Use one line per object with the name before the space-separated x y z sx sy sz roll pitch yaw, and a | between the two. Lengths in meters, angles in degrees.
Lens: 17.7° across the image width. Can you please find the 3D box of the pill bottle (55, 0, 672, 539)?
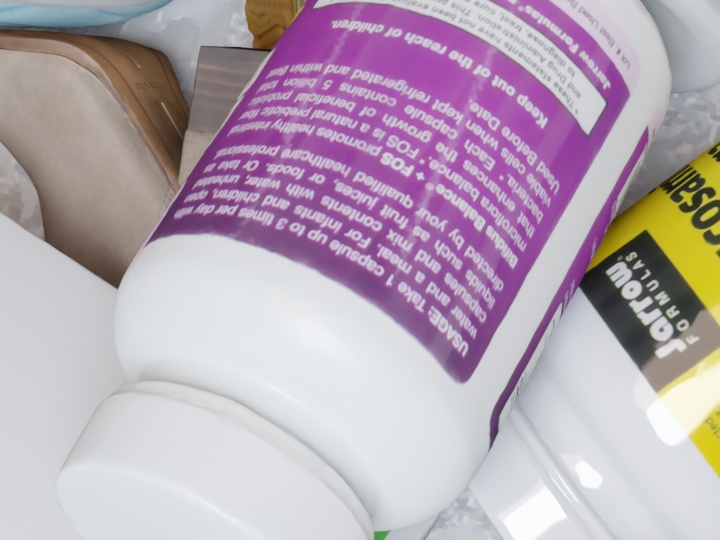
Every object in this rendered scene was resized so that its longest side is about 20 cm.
pill bottle | 0.000 0.000 0.646 0.112 0.112 0.200 22 60 16

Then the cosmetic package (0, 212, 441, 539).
cosmetic package | -0.092 0.069 0.697 0.200 0.085 0.108 33 48 7

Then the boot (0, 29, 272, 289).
boot | -0.082 -0.005 0.782 0.200 0.070 0.147 9 98 36

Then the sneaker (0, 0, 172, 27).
sneaker | -0.152 -0.114 0.780 0.200 0.082 0.074 12 78 -6

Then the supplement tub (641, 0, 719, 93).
supplement tub | 0.094 -0.167 0.731 0.122 0.123 0.200 17 76 16

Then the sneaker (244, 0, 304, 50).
sneaker | 0.002 -0.119 0.777 0.088 0.076 0.200 -22 93 -29

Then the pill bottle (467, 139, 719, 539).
pill bottle | 0.125 0.018 0.701 0.200 0.112 0.113 -37 74 4
